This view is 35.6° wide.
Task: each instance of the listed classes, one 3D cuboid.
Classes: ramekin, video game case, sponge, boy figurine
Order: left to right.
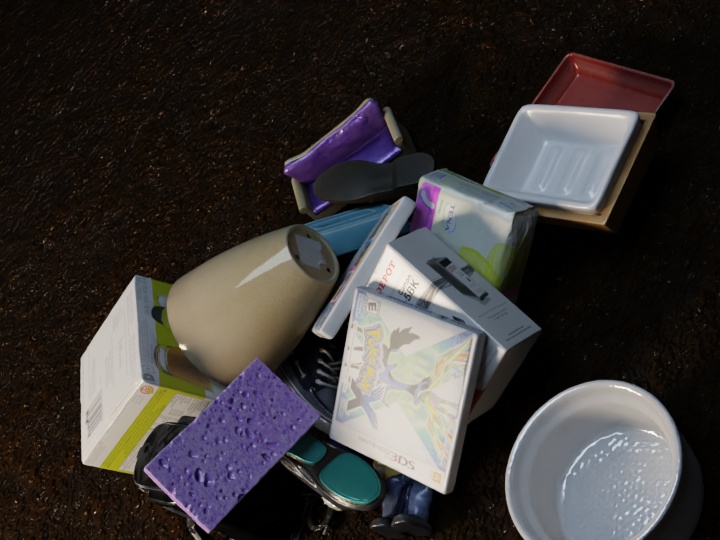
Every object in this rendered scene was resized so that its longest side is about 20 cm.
[{"bbox_3d":[-0.155,0.212,1.374,0.200,0.112,0.030,-45,-5,-24],"label":"sponge"},{"bbox_3d":[0.000,0.000,1.462,0.200,0.024,0.182,-58,4,-6],"label":"video game case"},{"bbox_3d":[0.051,0.139,1.330,0.182,0.022,0.201,20,107,35],"label":"video game case"},{"bbox_3d":[0.066,0.228,1.393,0.124,0.064,0.201,-15,55,38],"label":"boy figurine"},{"bbox_3d":[0.263,0.226,1.187,0.200,0.098,0.201,-23,48,28],"label":"ramekin"}]

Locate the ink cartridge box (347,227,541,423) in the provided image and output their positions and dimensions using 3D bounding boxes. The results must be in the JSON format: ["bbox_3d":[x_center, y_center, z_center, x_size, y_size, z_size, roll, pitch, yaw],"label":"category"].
[{"bbox_3d":[0.097,0.069,1.360,0.200,0.083,0.147,42,129,22],"label":"ink cartridge box"}]

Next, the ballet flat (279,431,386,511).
[{"bbox_3d":[-0.039,0.255,1.402,0.200,0.073,0.073,27,80,38],"label":"ballet flat"}]

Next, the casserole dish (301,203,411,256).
[{"bbox_3d":[-0.022,-0.057,1.613,0.199,0.039,0.121,-19,14,-19],"label":"casserole dish"}]

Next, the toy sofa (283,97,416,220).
[{"bbox_3d":[-0.018,-0.165,1.732,0.200,0.098,0.083,-35,43,17],"label":"toy sofa"}]

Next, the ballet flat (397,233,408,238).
[{"bbox_3d":[0.051,0.004,1.566,0.068,0.068,0.200,-34,43,20],"label":"ballet flat"}]

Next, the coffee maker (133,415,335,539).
[{"bbox_3d":[-0.165,0.275,1.463,0.192,0.200,0.135,-23,48,29],"label":"coffee maker"}]

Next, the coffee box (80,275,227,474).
[{"bbox_3d":[-0.271,0.162,1.607,0.200,0.197,0.200,-51,36,33],"label":"coffee box"}]

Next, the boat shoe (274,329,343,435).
[{"bbox_3d":[-0.054,0.149,1.548,0.093,0.075,0.200,-56,39,6],"label":"boat shoe"}]

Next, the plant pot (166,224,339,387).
[{"bbox_3d":[-0.128,0.030,1.509,0.200,0.187,0.188,-39,40,32],"label":"plant pot"}]

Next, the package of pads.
[{"bbox_3d":[0.131,-0.010,1.412,0.154,0.068,0.201,26,116,33],"label":"package of pads"}]

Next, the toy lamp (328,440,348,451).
[{"bbox_3d":[-0.072,0.236,1.520,0.200,0.058,0.058,26,80,52],"label":"toy lamp"}]

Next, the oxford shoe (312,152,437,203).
[{"bbox_3d":[0.026,-0.122,1.662,0.199,0.071,0.072,-3,63,23],"label":"oxford shoe"}]

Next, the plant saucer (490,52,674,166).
[{"bbox_3d":[0.300,-0.186,1.504,0.200,0.037,0.199,-55,41,-3],"label":"plant saucer"}]

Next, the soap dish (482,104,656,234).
[{"bbox_3d":[0.263,-0.127,1.405,0.200,0.081,0.158,12,70,47],"label":"soap dish"}]

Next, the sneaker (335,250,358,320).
[{"bbox_3d":[-0.022,0.049,1.597,0.108,0.070,0.200,-31,37,15],"label":"sneaker"}]
